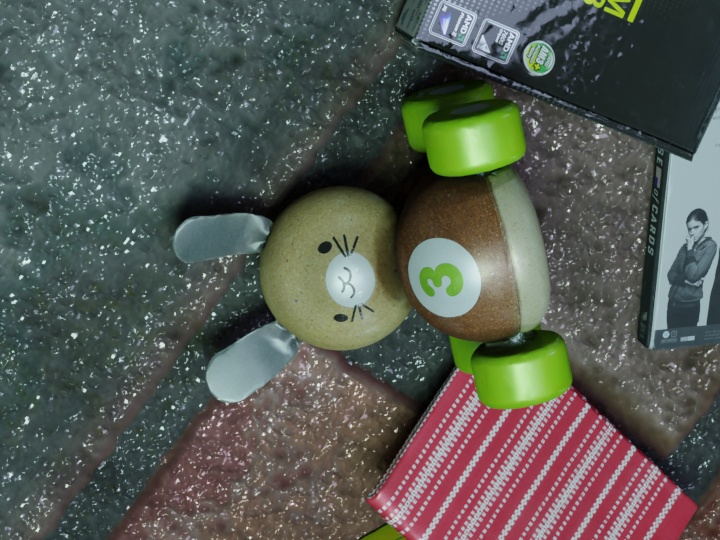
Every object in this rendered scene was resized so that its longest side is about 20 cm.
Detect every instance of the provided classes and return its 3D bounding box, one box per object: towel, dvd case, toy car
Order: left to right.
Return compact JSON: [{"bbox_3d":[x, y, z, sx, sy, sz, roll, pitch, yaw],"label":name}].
[{"bbox_3d":[0.000,0.000,1.524,0.199,0.158,0.165,-13,103,-5],"label":"toy car"},{"bbox_3d":[0.107,0.143,1.647,0.200,0.022,0.145,43,68,-22],"label":"towel"},{"bbox_3d":[0.248,-0.053,1.668,0.150,0.025,0.201,-4,111,-21],"label":"dvd case"}]

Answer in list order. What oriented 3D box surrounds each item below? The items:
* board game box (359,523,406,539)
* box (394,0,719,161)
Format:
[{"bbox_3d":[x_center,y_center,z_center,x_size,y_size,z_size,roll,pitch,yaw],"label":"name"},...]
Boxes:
[{"bbox_3d":[-0.011,0.230,1.656,0.199,0.048,0.102,-27,117,-11],"label":"board game box"},{"bbox_3d":[0.144,-0.188,1.548,0.192,0.048,0.201,21,98,-19],"label":"box"}]
